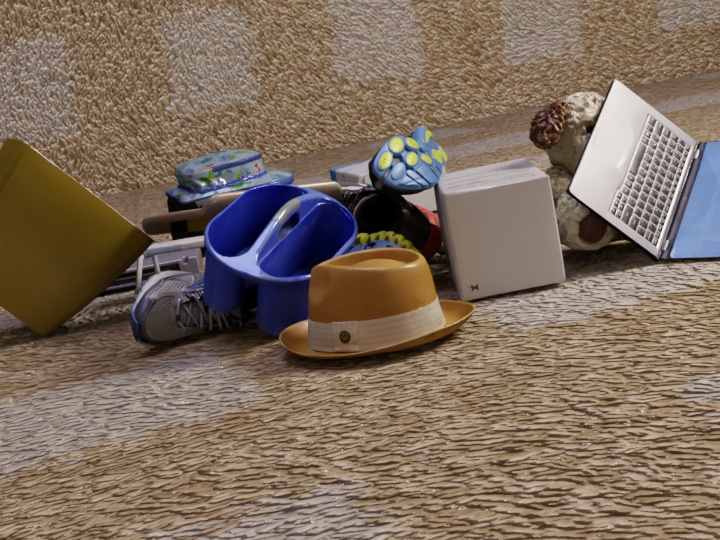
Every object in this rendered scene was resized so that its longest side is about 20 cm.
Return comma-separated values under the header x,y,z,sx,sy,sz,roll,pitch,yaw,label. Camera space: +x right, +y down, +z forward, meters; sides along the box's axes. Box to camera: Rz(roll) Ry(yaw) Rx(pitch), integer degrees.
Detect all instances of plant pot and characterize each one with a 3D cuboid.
x,y,z,sx,sy,sz,roll,pitch,yaw,label
-0.406,-0.034,1.635,0.177,0.199,0.200,-55,20,-8,plant pot

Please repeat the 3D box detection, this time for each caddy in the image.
x,y,z,sx,sy,sz,roll,pitch,yaw,label
-0.086,-0.024,1.393,0.140,0.106,0.200,21,34,14,caddy

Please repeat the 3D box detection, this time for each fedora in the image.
x,y,z,sx,sy,sz,roll,pitch,yaw,label
0.011,0.026,1.263,0.198,0.083,0.201,-10,9,2,fedora

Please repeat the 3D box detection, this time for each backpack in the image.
x,y,z,sx,sy,sz,roll,pitch,yaw,label
-0.202,-0.117,2.080,0.197,0.149,0.183,-10,12,-18,backpack

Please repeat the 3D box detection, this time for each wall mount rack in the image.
x,y,z,sx,sy,sz,roll,pitch,yaw,label
-0.227,-0.001,1.701,0.197,0.076,0.174,-10,7,3,wall mount rack

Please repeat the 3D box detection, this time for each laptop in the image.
x,y,z,sx,sy,sz,roll,pitch,yaw,label
0.353,-0.115,1.392,0.116,0.199,0.188,-43,15,52,laptop

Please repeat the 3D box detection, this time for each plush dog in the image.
x,y,z,sx,sy,sz,roll,pitch,yaw,label
0.264,-0.117,1.490,0.198,0.174,0.160,-7,6,-33,plush dog

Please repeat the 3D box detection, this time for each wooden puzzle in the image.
x,y,z,sx,sy,sz,roll,pitch,yaw,label
-0.143,-0.067,1.554,0.183,0.038,0.199,-8,-2,-32,wooden puzzle

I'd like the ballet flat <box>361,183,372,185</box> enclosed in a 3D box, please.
x,y,z,sx,sy,sz,roll,pitch,yaw,label
-0.061,-0.054,1.709,0.198,0.070,0.069,-19,12,-15,ballet flat

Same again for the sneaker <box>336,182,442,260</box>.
x,y,z,sx,sy,sz,roll,pitch,yaw,label
0.004,-0.072,1.577,0.199,0.072,0.098,22,-3,36,sneaker

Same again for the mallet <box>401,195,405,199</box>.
x,y,z,sx,sy,sz,roll,pitch,yaw,label
-0.024,-0.042,1.679,0.198,0.042,0.066,-30,-2,15,mallet

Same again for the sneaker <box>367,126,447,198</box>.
x,y,z,sx,sy,sz,roll,pitch,yaw,label
0.047,-0.111,1.480,0.083,0.071,0.200,-41,1,18,sneaker

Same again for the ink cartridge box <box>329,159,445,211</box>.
x,y,z,sx,sy,sz,roll,pitch,yaw,label
0.046,-0.134,2.100,0.143,0.086,0.200,-13,9,-13,ink cartridge box

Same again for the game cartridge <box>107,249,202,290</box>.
x,y,z,sx,sy,sz,roll,pitch,yaw,label
-0.328,0.002,1.881,0.197,0.039,0.130,-11,6,-3,game cartridge

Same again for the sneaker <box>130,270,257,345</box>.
x,y,z,sx,sy,sz,roll,pitch,yaw,label
-0.166,0.033,1.438,0.084,0.078,0.199,5,19,41,sneaker

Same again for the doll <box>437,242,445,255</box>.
x,y,z,sx,sy,sz,roll,pitch,yaw,label
0.128,-0.043,1.621,0.198,0.049,0.136,-1,17,41,doll

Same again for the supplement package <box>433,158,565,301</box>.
x,y,z,sx,sy,sz,roll,pitch,yaw,label
0.149,-0.050,1.443,0.116,0.119,0.200,-10,11,2,supplement package

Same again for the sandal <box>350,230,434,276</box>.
x,y,z,sx,sy,sz,roll,pitch,yaw,label
0.000,0.000,1.495,0.199,0.080,0.088,10,57,45,sandal
